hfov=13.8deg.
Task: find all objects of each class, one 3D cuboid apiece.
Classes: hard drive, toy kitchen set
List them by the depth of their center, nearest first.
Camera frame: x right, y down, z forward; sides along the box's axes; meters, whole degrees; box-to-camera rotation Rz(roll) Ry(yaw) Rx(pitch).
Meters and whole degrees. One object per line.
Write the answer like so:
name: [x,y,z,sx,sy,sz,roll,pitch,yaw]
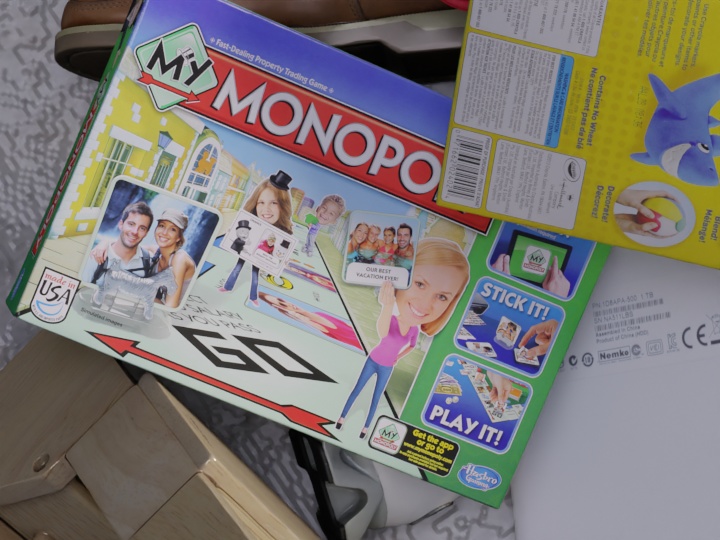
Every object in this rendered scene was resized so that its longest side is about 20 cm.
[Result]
toy kitchen set: [-0.085,0.158,1.110,0.180,0.200,0.163,-45,123,0]
hard drive: [0.112,0.070,1.126,0.131,0.025,0.202,-11,81,41]

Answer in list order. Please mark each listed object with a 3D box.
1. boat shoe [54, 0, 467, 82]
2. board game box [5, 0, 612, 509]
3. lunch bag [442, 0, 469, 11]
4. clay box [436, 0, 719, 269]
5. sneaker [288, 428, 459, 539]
boat shoe: [-0.022,-0.111,1.175,0.198,0.072,0.069,-2,79,-4]
board game box: [-0.013,-0.010,1.092,0.199,0.029,0.135,22,95,-16]
lunch bag: [0.061,-0.196,1.072,0.175,0.082,0.201,-24,80,31]
clay box: [0.132,-0.057,1.022,0.199,0.048,0.115,13,128,5]
sneaker: [0.000,0.000,1.150,0.088,0.074,0.201,-20,104,-11]
